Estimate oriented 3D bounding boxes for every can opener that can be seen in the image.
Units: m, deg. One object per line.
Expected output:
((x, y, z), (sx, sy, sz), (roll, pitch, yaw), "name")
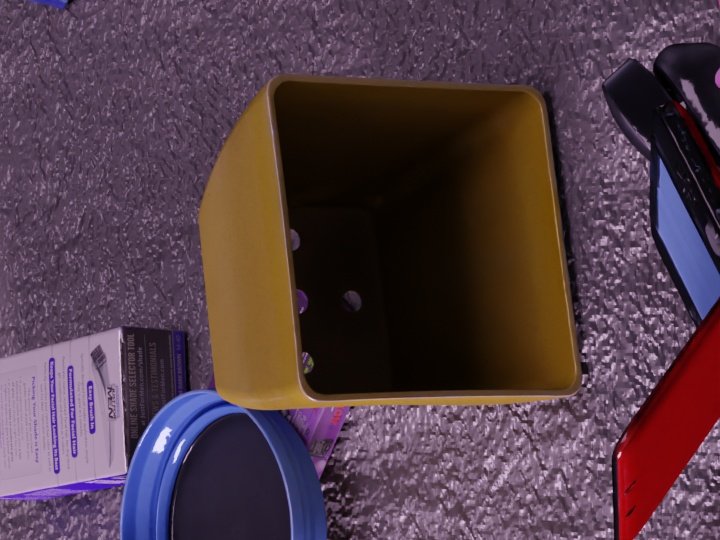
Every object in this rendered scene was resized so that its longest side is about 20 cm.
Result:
((0.223, -0.056, 1.510), (0.079, 0.063, 0.200), (-42, 63, 7), "can opener")

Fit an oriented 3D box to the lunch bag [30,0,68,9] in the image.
((-0.291, -0.295, 2.012), (0.151, 0.200, 0.094), (-56, 49, 30), "lunch bag")

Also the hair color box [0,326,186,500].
((-0.212, 0.111, 1.995), (0.200, 0.065, 0.109), (-14, 76, 50), "hair color box")

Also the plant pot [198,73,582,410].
((0.000, 0.000, 1.673), (0.176, 0.200, 0.200), (-26, 67, 58), "plant pot")

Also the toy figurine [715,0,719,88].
((0.253, -0.124, 1.365), (0.200, 0.184, 0.150), (-59, 38, 31), "toy figurine")

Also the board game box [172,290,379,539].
((-0.062, 0.099, 1.848), (0.120, 0.032, 0.200), (48, 122, 45), "board game box")

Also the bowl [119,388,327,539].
((-0.095, 0.183, 1.832), (0.200, 0.039, 0.201), (-4, 84, 50), "bowl")

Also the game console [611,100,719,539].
((0.157, 0.032, 1.449), (0.200, 0.119, 0.173), (76, 170, -69), "game console")
